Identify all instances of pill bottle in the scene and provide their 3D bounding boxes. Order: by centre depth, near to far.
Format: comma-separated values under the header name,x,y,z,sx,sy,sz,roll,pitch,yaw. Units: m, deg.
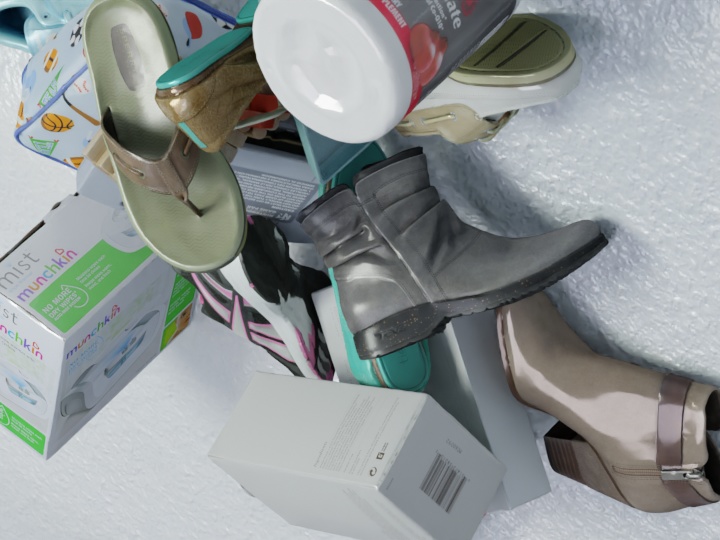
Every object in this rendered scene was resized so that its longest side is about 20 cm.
name,x,y,z,sx,sy,sz,roll,pitch,yaw
pill bottle,0.033,-0.175,1.250,0.110,0.200,0.111,25,139,24

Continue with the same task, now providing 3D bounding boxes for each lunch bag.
name,x,y,z,sx,sy,sz,roll,pitch,yaw
lunch bag,-0.161,-0.132,1.536,0.160,0.076,0.200,22,146,-30

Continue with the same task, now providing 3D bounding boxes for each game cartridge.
name,x,y,z,sx,sy,sz,roll,pitch,yaw
game cartridge,-0.107,-0.073,1.533,0.199,0.041,0.133,12,146,-21

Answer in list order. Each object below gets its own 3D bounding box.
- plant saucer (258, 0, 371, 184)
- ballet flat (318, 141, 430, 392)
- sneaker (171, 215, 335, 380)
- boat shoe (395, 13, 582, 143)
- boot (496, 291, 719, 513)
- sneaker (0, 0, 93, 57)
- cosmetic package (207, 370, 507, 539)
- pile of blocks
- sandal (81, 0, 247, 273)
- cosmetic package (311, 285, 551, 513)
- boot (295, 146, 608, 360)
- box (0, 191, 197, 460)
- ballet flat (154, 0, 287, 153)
name,x,y,z,sx,sy,sz,roll,pitch,yaw
plant saucer,-0.032,-0.154,1.341,0.019,0.070,0.201,23,144,37
ballet flat,0.000,0.000,1.497,0.070,0.067,0.201,-14,89,64
sneaker,-0.081,0.023,1.612,0.086,0.081,0.200,-2,141,28
boat shoe,0.079,-0.125,1.366,0.200,0.075,0.069,10,133,52
boot,0.189,0.089,1.466,0.146,0.070,0.201,2,127,37
sneaker,-0.216,-0.184,1.582,0.199,0.082,0.074,11,133,33
cosmetic package,-0.006,0.143,1.501,0.200,0.085,0.108,6,150,49
pile of blocks,-0.097,-0.116,1.427,0.062,0.200,0.082,21,139,64
sandal,-0.142,-0.090,1.363,0.080,0.057,0.202,-23,92,11
cosmetic package,0.052,0.091,1.554,0.151,0.052,0.201,-18,89,53
boot,0.062,-0.030,1.419,0.070,0.199,0.132,37,-149,-84
box,-0.226,0.024,1.692,0.097,0.200,0.177,35,141,13
ballet flat,-0.060,-0.146,1.369,0.068,0.200,0.073,-5,123,42
